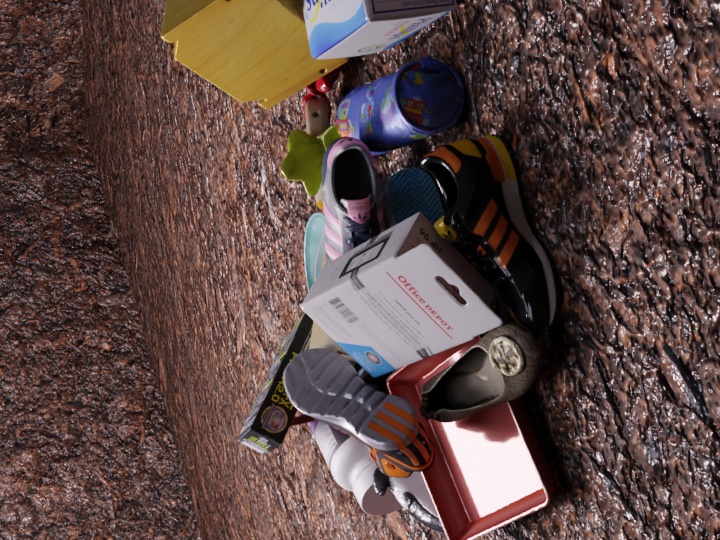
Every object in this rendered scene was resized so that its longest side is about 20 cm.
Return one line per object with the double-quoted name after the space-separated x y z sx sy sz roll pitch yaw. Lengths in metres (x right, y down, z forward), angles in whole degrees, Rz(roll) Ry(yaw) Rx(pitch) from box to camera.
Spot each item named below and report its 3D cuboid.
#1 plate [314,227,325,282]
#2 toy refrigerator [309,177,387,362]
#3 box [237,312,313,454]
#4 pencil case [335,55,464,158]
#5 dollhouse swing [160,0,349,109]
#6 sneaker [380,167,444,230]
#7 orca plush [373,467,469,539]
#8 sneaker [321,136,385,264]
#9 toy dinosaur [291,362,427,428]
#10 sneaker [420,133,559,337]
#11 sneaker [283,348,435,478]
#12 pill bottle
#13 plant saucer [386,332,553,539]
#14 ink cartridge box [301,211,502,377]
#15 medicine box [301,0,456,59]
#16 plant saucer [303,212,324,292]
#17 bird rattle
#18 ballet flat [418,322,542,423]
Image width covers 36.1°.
0.002 -0.011 1.369 0.200 0.025 0.203 -27 58 54 "plate"
0.000 0.000 1.263 0.070 0.075 0.203 -5 75 53 "toy refrigerator"
-0.095 0.144 1.386 0.162 0.044 0.200 -64 4 -16 "box"
0.039 -0.174 1.182 0.200 0.077 0.088 175 95 -70 "pencil case"
-0.121 -0.332 1.283 0.180 0.199 0.178 -26 63 24 "dollhouse swing"
0.069 -0.009 1.210 0.081 0.075 0.203 161 100 -85 "sneaker"
0.087 0.257 1.302 0.199 0.105 0.071 29 157 44 "orca plush"
-0.006 -0.043 1.176 0.082 0.069 0.203 151 107 -83 "sneaker"
0.018 0.168 1.330 0.201 0.104 0.182 -60 33 17 "toy dinosaur"
0.114 -0.027 1.033 0.070 0.089 0.202 130 126 -65 "sneaker"
0.000 0.164 1.190 0.199 0.078 0.112 32 161 42 "sneaker"
0.000 0.215 1.441 0.201 0.110 0.112 -121 28 -43 "pill bottle"
0.117 0.168 1.155 0.200 0.036 0.202 -46 61 54 "plant saucer"
0.048 0.022 1.081 0.116 0.068 0.199 44 141 -17 "ink cartridge box"
0.004 -0.341 1.152 0.182 0.102 0.203 174 86 -70 "medicine box"
-0.028 0.017 1.525 0.200 0.036 0.203 170 90 -70 "plant saucer"
-0.057 -0.170 1.400 0.164 0.111 0.202 88 169 -56 "bird rattle"
0.108 0.106 1.066 0.200 0.046 0.068 -41 70 56 "ballet flat"
